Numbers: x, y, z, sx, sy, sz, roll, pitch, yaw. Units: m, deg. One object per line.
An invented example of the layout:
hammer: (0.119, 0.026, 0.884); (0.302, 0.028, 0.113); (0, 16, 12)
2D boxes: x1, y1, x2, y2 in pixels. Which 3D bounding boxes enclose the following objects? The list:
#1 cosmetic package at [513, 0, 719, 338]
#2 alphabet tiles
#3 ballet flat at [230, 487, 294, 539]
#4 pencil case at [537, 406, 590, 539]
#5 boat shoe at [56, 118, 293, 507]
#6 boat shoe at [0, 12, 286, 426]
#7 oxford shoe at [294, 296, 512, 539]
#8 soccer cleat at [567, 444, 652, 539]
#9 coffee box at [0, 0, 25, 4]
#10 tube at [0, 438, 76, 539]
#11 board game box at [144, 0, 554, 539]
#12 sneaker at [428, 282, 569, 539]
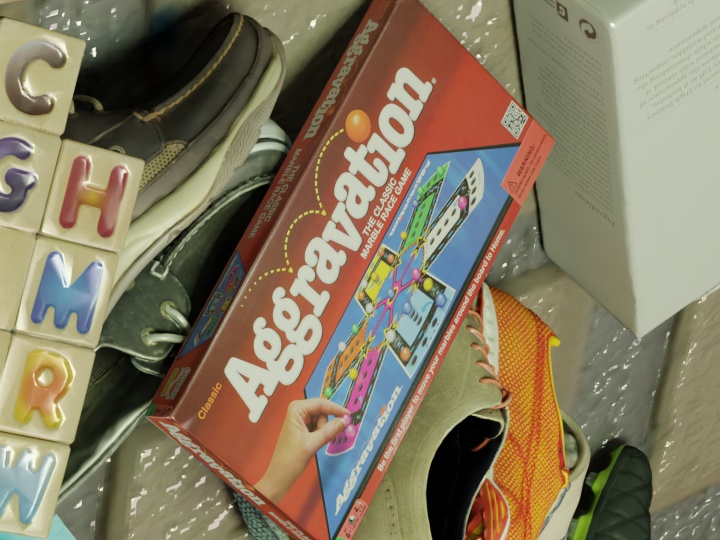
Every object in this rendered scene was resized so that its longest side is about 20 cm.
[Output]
cosmetic package: (0.128, -0.076, 1.197); (0.102, 0.074, 0.200); (-33, 143, -19)
alphabet tiles: (-0.155, 0.010, 0.902); (0.166, 0.006, 0.200); (14, 90, -35)
ballet flat: (-0.019, 0.094, 1.208); (0.074, 0.074, 0.200); (-44, 144, -4)
pencil case: (0.053, 0.145, 1.320); (0.078, 0.090, 0.200); (6, 125, -6)
boat shoe: (-0.087, 0.028, 1.072); (0.200, 0.071, 0.072); (-48, 143, -4)
boat shoe: (-0.099, -0.030, 0.995); (0.200, 0.073, 0.074); (-53, -169, -31)
oxford shoe: (0.036, 0.042, 1.150); (0.070, 0.075, 0.200); (34, 64, -53)
soccer cleat: (0.129, 0.184, 1.371); (0.068, 0.081, 0.200); (86, 16, -68)
coffee box: (-0.163, -0.140, 0.834); (0.200, 0.080, 0.115); (-13, 131, -38)
tube: (-0.195, 0.122, 0.980); (0.200, 0.050, 0.077); (-23, 134, 11)
board game box: (0.000, 0.000, 1.087); (0.103, 0.019, 0.200); (42, 65, -33)
sneaker: (0.059, 0.096, 1.195); (0.077, 0.200, 0.073); (30, 144, -31)
